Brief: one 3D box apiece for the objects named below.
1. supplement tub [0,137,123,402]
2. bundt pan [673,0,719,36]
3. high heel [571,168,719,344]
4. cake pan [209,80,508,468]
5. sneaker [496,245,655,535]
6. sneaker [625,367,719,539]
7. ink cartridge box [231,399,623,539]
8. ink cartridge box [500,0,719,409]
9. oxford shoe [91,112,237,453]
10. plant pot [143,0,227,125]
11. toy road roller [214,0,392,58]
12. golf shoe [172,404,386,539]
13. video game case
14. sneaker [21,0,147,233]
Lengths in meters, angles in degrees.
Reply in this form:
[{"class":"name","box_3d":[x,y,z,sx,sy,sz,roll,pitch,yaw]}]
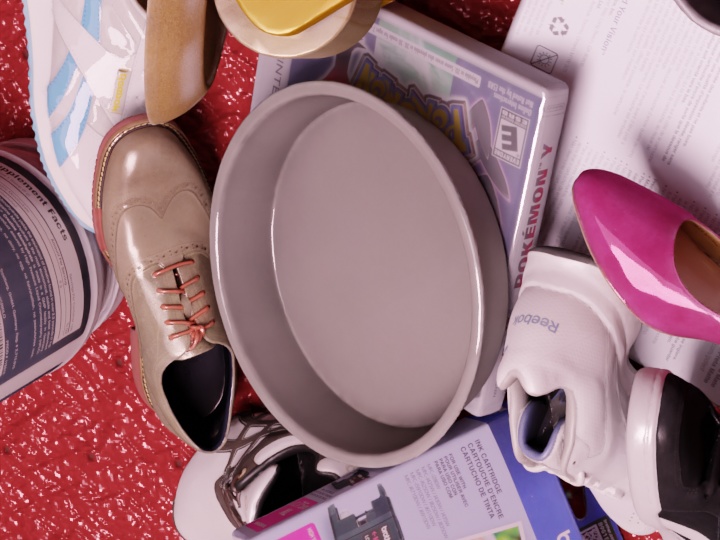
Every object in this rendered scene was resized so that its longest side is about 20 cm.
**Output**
[{"class":"supplement tub","box_3d":[-0.231,0.011,1.292,0.140,0.200,0.140,10,112,25]},{"class":"bundt pan","box_3d":[0.204,-0.205,1.055,0.202,0.076,0.202,10,112,24]},{"class":"high heel","box_3d":[0.192,0.009,1.092,0.200,0.067,0.096,47,135,-3]},{"class":"cake pan","box_3d":[0.000,0.000,1.193,0.200,0.037,0.200,15,111,43]},{"class":"sneaker","box_3d":[0.110,0.076,1.172,0.074,0.087,0.200,11,146,35]},{"class":"sneaker","box_3d":[0.201,0.109,1.142,0.112,0.073,0.200,1,147,21]},{"class":"ink cartridge box","box_3d":[0.046,0.148,1.212,0.119,0.200,0.042,68,161,-8]},{"class":"ink cartridge box","box_3d":[0.153,-0.052,1.159,0.200,0.041,0.200,31,122,14]},{"class":"oxford shoe","box_3d":[-0.096,0.009,1.272,0.075,0.070,0.200,-129,23,-53]},{"class":"plant pot","box_3d":[-0.077,-0.169,1.158,0.027,0.200,0.200,9,114,0]},{"class":"toy road roller","box_3d":[0.003,-0.205,1.111,0.200,0.123,0.146,-34,89,10]},{"class":"golf shoe","box_3d":[-0.053,0.119,1.296,0.200,0.094,0.078,-31,94,42]},{"class":"video game case","box_3d":[0.013,-0.047,1.211,0.200,0.023,0.182,30,121,37]},{"class":"sneaker","box_3d":[-0.131,-0.109,1.271,0.081,0.077,0.200,2,111,24]}]
